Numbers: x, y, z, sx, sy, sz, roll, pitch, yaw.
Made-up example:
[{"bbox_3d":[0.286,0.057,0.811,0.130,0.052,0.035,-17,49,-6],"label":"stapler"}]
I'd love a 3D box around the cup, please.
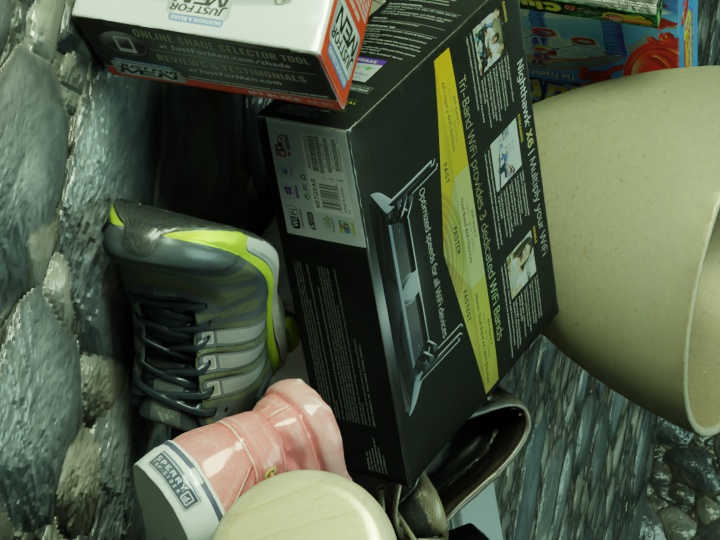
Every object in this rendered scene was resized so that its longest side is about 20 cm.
[{"bbox_3d":[0.149,-0.025,1.346,0.200,0.143,0.201,-44,142,-49],"label":"cup"}]

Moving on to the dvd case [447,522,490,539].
[{"bbox_3d":[-0.008,0.244,1.404,0.150,0.025,0.200,-15,133,-40],"label":"dvd case"}]

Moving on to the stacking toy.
[{"bbox_3d":[-0.010,0.161,1.143,0.200,0.085,0.086,66,36,-65],"label":"stacking toy"}]

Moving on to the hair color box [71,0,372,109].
[{"bbox_3d":[-0.039,-0.178,1.058,0.064,0.111,0.201,63,40,-67],"label":"hair color box"}]

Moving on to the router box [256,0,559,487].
[{"bbox_3d":[0.028,-0.023,1.191,0.157,0.052,0.201,-45,136,-43],"label":"router box"}]

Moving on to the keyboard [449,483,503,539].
[{"bbox_3d":[0.062,0.110,1.477,0.056,0.011,0.200,-60,147,-48],"label":"keyboard"}]

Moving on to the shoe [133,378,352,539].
[{"bbox_3d":[-0.053,0.126,1.179,0.091,0.072,0.200,-30,153,-19],"label":"shoe"}]

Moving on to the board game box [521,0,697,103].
[{"bbox_3d":[0.087,-0.155,1.387,0.196,0.199,0.056,79,24,-54],"label":"board game box"}]

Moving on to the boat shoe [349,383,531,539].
[{"bbox_3d":[0.011,0.114,1.286,0.200,0.073,0.075,-42,117,-29],"label":"boat shoe"}]

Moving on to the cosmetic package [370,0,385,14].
[{"bbox_3d":[-0.021,-0.206,1.188,0.105,0.071,0.201,4,96,-76],"label":"cosmetic package"}]

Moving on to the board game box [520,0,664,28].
[{"bbox_3d":[0.066,-0.189,1.281,0.023,0.199,0.105,50,51,-71],"label":"board game box"}]

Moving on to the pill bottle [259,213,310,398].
[{"bbox_3d":[0.000,0.000,1.329,0.200,0.111,0.111,-59,155,-55],"label":"pill bottle"}]

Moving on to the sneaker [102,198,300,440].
[{"bbox_3d":[-0.076,0.030,1.143,0.200,0.074,0.081,63,43,-64],"label":"sneaker"}]
